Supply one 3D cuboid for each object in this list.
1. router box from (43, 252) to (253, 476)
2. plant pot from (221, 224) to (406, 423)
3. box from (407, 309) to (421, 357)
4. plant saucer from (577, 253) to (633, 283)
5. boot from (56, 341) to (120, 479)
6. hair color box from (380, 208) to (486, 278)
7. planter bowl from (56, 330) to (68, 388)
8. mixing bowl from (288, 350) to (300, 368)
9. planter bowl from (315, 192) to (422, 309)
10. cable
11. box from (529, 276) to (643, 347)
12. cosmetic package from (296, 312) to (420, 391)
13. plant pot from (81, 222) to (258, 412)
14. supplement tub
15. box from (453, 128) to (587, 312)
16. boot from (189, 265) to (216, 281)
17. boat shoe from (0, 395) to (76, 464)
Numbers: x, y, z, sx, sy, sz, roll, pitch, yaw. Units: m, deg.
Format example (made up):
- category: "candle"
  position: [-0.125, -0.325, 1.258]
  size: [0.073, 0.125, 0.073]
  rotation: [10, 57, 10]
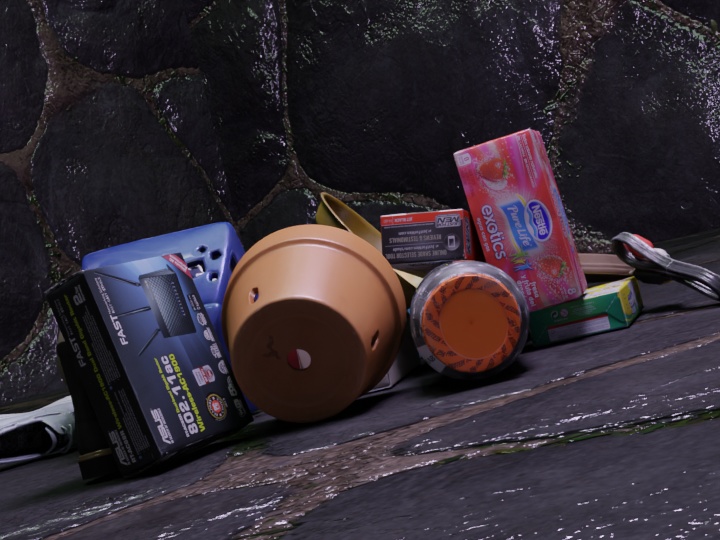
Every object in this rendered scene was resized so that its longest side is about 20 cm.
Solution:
- category: "router box"
  position: [-0.207, 0.088, 1.280]
  size: [0.062, 0.200, 0.150]
  rotation: [-29, -7, 32]
- category: "plant pot"
  position: [-0.054, 0.068, 1.335]
  size: [0.200, 0.200, 0.140]
  rotation: [-14, 18, 10]
- category: "box"
  position: [0.037, 0.085, 1.814]
  size: [0.049, 0.082, 0.200]
  rotation: [-15, 1, -32]
- category: "plant saucer"
  position: [0.260, -0.001, 1.675]
  size: [0.200, 0.030, 0.200]
  rotation: [-1, -3, 0]
- category: "boot"
  position: [-0.228, 0.127, 1.340]
  size: [0.077, 0.139, 0.200]
  rotation: [-16, -2, 23]
- category: "hair color box"
  position: [0.100, -0.028, 1.537]
  size: [0.101, 0.061, 0.200]
  rotation: [-4, -6, 17]
- category: "planter bowl"
  position: [-0.313, 0.129, 1.774]
  size: [0.200, 0.201, 0.135]
  rotation: [-14, 19, -13]
- category: "mixing bowl"
  position: [-0.123, 0.112, 1.793]
  size: [0.200, 0.109, 0.200]
  rotation: [-15, 1, 0]
- category: "planter bowl"
  position: [0.000, 0.000, 1.597]
  size: [0.083, 0.200, 0.200]
  rotation: [-48, -5, 8]
- category: "cable"
  position: [0.367, -0.012, 1.518]
  size: [0.050, 0.097, 0.200]
  rotation: [-46, 17, -12]
- category: "box"
  position: [0.276, 0.047, 1.563]
  size: [0.117, 0.048, 0.200]
  rotation: [-14, 3, 20]
- category: "cosmetic package"
  position: [0.002, 0.102, 1.546]
  size: [0.103, 0.073, 0.200]
  rotation: [-13, 0, 12]
- category: "plant pot"
  position: [-0.221, 0.084, 1.562]
  size: [0.200, 0.200, 0.180]
  rotation: [-13, 37, 6]
- category: "supplement tub"
  position: [0.112, 0.050, 1.346]
  size: [0.122, 0.123, 0.200]
  rotation: [-14, 0, 3]
- category: "box"
  position: [0.188, -0.055, 1.489]
  size: [0.095, 0.200, 0.103]
  rotation: [-17, -1, 15]
- category: "boot"
  position: [-0.210, 0.026, 1.712]
  size: [0.200, 0.091, 0.073]
  rotation: [-6, -2, -22]
- category: "boat shoe"
  position: [-0.402, 0.213, 1.651]
  size: [0.201, 0.070, 0.071]
  rotation: [-9, 22, -26]
